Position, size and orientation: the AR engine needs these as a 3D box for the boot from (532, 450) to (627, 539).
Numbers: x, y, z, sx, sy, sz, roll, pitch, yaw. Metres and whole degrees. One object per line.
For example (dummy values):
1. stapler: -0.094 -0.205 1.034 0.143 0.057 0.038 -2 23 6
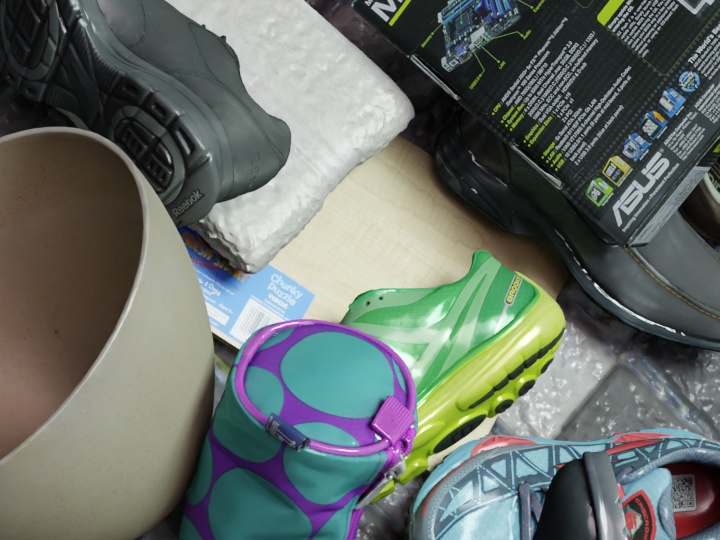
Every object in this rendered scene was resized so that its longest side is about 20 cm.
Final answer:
1. boot: 0.019 0.167 0.978 0.198 0.066 0.166 -3 96 2

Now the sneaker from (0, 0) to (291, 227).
1. sneaker: -0.112 -0.103 1.090 0.090 0.076 0.200 -18 62 -47

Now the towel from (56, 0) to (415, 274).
1. towel: -0.085 -0.103 1.146 0.200 0.034 0.133 43 69 5

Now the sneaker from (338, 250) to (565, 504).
1. sneaker: 0.008 0.059 1.117 0.199 0.074 0.084 -30 62 -20

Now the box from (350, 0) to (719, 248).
1. box: 0.126 -0.147 1.109 0.193 0.047 0.200 42 105 16

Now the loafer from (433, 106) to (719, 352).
1. loafer: 0.135 -0.031 1.178 0.199 0.072 0.073 33 37 -7

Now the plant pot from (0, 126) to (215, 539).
1. plant pot: -0.143 0.055 1.023 0.135 0.199 0.201 48 59 -41

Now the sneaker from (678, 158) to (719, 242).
1. sneaker: 0.165 -0.092 1.195 0.200 0.075 0.071 40 73 -22

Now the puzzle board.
1. puzzle board: 0.000 0.000 1.168 0.199 0.017 0.151 32 68 -8

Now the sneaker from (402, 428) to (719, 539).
1. sneaker: 0.119 0.116 1.126 0.199 0.095 0.080 -11 92 -22

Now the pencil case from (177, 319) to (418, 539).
1. pencil case: -0.036 0.124 1.021 0.092 0.201 0.085 33 38 23
